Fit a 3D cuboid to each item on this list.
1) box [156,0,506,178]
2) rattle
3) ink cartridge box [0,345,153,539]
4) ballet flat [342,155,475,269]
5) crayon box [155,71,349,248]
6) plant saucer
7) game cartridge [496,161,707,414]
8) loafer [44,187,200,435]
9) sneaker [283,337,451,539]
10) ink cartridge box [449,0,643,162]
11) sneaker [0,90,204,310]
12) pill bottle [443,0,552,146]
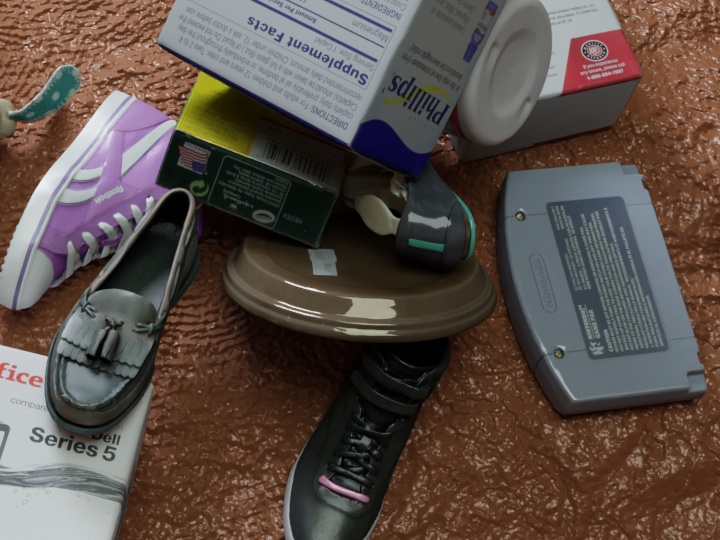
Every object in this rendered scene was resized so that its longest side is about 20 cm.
[{"bbox_3d":[-0.008,-0.196,1.237,0.183,0.105,0.201,30,95,29],"label":"box"},{"bbox_3d":[-0.283,-0.068,1.304,0.199,0.130,0.144,-8,71,-46],"label":"rattle"},{"bbox_3d":[-0.229,0.158,1.174,0.144,0.084,0.202,14,58,-4],"label":"ink cartridge box"},{"bbox_3d":[0.024,-0.058,1.301,0.072,0.074,0.200,-3,25,-13],"label":"ballet flat"},{"bbox_3d":[-0.069,-0.102,1.336,0.126,0.051,0.201,22,29,-4],"label":"crayon box"},{"bbox_3d":[0.000,0.000,1.276,0.198,0.030,0.200,4,22,-2],"label":"plant saucer"},{"bbox_3d":[0.175,0.012,1.371,0.132,0.042,0.202,-7,63,-11],"label":"game cartridge"},{"bbox_3d":[-0.157,0.020,1.198,0.071,0.063,0.201,19,43,2],"label":"loafer"},{"bbox_3d":[0.003,0.109,1.242,0.070,0.099,0.201,25,60,1],"label":"sneaker"},{"bbox_3d":[0.117,-0.205,1.450,0.143,0.084,0.202,-13,67,-18],"label":"ink cartridge box"},{"bbox_3d":[-0.176,-0.037,1.306,0.114,0.073,0.201,29,59,2],"label":"sneaker"},{"bbox_3d":[0.032,-0.174,1.336,0.199,0.114,0.113,23,55,31],"label":"pill bottle"}]
